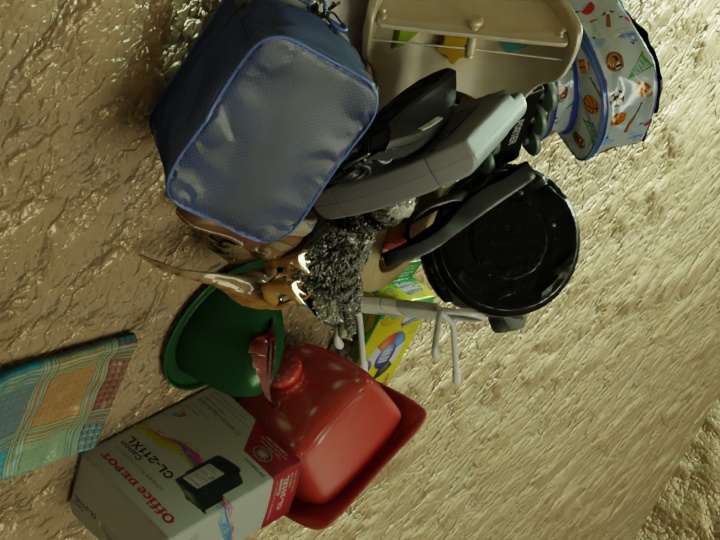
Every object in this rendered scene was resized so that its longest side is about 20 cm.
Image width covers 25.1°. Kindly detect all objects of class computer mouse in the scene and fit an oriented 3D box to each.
[{"bbox_3d":[0.009,-0.106,1.451,0.140,0.046,0.200,-21,-162,45],"label":"computer mouse"}]

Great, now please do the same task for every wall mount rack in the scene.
[{"bbox_3d":[0.046,0.078,1.841,0.174,0.197,0.076,44,53,-73],"label":"wall mount rack"}]

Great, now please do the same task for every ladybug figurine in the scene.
[{"bbox_3d":[0.027,-0.067,1.752,0.135,0.072,0.201,-29,148,-42],"label":"ladybug figurine"}]

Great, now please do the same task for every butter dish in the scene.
[{"bbox_3d":[-0.063,0.156,1.808,0.199,0.199,0.149,-44,132,-24],"label":"butter dish"}]

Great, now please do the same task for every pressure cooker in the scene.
[{"bbox_3d":[0.159,-0.029,1.880,0.177,0.178,0.200,-58,-178,-2],"label":"pressure cooker"}]

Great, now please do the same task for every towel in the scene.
[{"bbox_3d":[-0.302,0.137,1.527,0.199,0.022,0.148,-16,139,-52],"label":"towel"}]

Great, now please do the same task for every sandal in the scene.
[{"bbox_3d":[0.097,-0.066,1.729,0.199,0.043,0.076,-35,-173,-21],"label":"sandal"}]

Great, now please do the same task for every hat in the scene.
[{"bbox_3d":[-0.092,0.106,1.656,0.199,0.176,0.167,-25,144,-43],"label":"hat"}]

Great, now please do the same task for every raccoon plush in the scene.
[{"bbox_3d":[0.000,0.000,1.651,0.134,0.199,0.097,49,54,-28],"label":"raccoon plush"}]

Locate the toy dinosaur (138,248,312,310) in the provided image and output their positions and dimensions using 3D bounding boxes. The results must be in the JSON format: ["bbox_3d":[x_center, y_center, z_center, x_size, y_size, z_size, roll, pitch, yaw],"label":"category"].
[{"bbox_3d":[-0.105,0.017,1.535,0.105,0.061,0.199,-19,158,29],"label":"toy dinosaur"}]

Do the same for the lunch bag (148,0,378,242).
[{"bbox_3d":[-0.083,-0.144,1.356,0.135,0.133,0.201,27,110,-31],"label":"lunch bag"}]

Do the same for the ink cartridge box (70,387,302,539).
[{"bbox_3d":[-0.183,0.226,1.704,0.199,0.145,0.083,-26,145,-44],"label":"ink cartridge box"}]

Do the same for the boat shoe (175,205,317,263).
[{"bbox_3d":[-0.114,-0.039,1.549,0.072,0.076,0.199,-54,153,15],"label":"boat shoe"}]

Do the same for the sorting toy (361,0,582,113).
[{"bbox_3d":[0.090,-0.199,1.535,0.197,0.108,0.181,5,137,-7],"label":"sorting toy"}]

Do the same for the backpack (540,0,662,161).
[{"bbox_3d":[0.243,-0.223,1.773,0.153,0.191,0.201,-26,149,-13],"label":"backpack"}]

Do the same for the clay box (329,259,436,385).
[{"bbox_3d":[0.017,0.083,1.973,0.114,0.048,0.201,-10,134,-55],"label":"clay box"}]

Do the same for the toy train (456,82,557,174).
[{"bbox_3d":[0.145,-0.184,1.710,0.084,0.115,0.200,-23,161,-13],"label":"toy train"}]

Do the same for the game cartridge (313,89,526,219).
[{"bbox_3d":[0.049,-0.105,1.513,0.199,0.042,0.133,-15,-154,41],"label":"game cartridge"}]

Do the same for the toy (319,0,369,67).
[{"bbox_3d":[-0.045,-0.177,1.504,0.115,0.047,0.202,-35,145,-36],"label":"toy"}]
